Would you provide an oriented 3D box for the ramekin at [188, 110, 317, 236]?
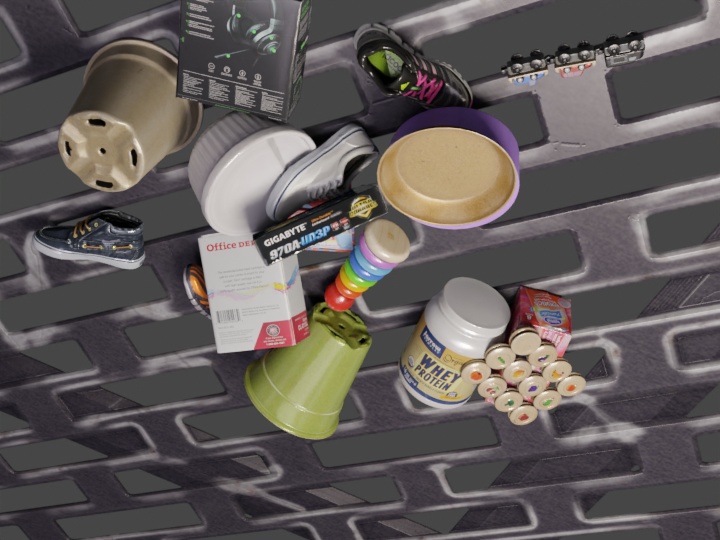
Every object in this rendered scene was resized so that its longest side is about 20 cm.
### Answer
[{"bbox_3d":[-0.171,-0.158,1.367,0.094,0.202,0.203,49,134,28],"label":"ramekin"}]

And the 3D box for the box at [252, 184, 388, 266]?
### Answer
[{"bbox_3d":[-0.065,-0.071,1.359,0.199,0.159,0.046,-24,98,-4],"label":"box"}]

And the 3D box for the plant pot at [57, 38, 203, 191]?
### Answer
[{"bbox_3d":[-0.361,-0.222,1.355,0.199,0.184,0.201,6,127,8],"label":"plant pot"}]

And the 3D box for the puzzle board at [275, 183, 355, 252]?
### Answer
[{"bbox_3d":[-0.110,-0.096,1.502,0.199,0.017,0.151,4,127,10],"label":"puzzle board"}]

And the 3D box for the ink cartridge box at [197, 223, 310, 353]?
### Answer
[{"bbox_3d":[-0.177,0.027,1.497,0.145,0.083,0.201,-7,95,18],"label":"ink cartridge box"}]

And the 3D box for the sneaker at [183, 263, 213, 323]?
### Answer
[{"bbox_3d":[-0.228,0.049,1.607,0.112,0.078,0.200,-19,131,19],"label":"sneaker"}]

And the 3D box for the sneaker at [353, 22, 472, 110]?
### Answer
[{"bbox_3d":[0.072,-0.276,1.285,0.199,0.088,0.074,32,126,-13],"label":"sneaker"}]

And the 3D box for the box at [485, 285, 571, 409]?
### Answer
[{"bbox_3d":[0.288,0.140,1.542,0.095,0.100,0.201,15,128,0],"label":"box"}]

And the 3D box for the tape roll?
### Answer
[{"bbox_3d":[0.139,-0.151,1.347,0.199,0.066,0.201,4,143,3],"label":"tape roll"}]

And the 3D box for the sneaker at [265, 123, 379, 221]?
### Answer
[{"bbox_3d":[-0.057,-0.140,1.360,0.200,0.071,0.073,-44,153,-3],"label":"sneaker"}]

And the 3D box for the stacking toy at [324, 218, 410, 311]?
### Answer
[{"bbox_3d":[0.000,0.000,1.521,0.085,0.086,0.200,31,133,-12],"label":"stacking toy"}]

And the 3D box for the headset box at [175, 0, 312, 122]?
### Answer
[{"bbox_3d":[-0.167,-0.338,1.283,0.173,0.093,0.201,12,126,3],"label":"headset box"}]

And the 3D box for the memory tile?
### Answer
[{"bbox_3d":[0.274,0.180,1.485,0.153,0.017,0.200,-35,126,20],"label":"memory tile"}]

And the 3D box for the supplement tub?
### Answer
[{"bbox_3d":[0.161,0.124,1.528,0.144,0.145,0.201,21,128,-4],"label":"supplement tub"}]

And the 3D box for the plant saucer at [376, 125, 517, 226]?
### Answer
[{"bbox_3d":[0.124,-0.142,1.278,0.199,0.036,0.201,5,142,4],"label":"plant saucer"}]

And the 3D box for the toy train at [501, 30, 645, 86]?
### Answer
[{"bbox_3d":[0.299,-0.296,1.260,0.199,0.034,0.046,-8,137,16],"label":"toy train"}]

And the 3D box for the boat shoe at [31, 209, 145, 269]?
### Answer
[{"bbox_3d":[-0.477,-0.068,1.571,0.199,0.071,0.091,10,127,-4],"label":"boat shoe"}]

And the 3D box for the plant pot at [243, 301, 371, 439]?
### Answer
[{"bbox_3d":[-0.078,0.163,1.600,0.199,0.200,0.190,30,113,-11],"label":"plant pot"}]
